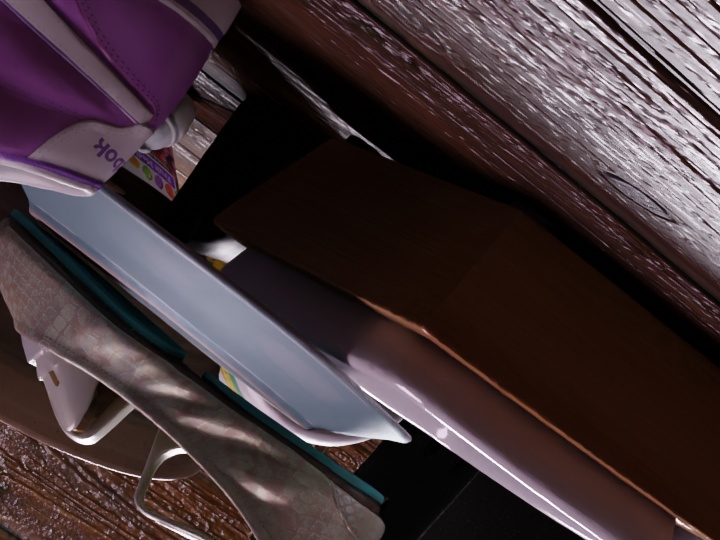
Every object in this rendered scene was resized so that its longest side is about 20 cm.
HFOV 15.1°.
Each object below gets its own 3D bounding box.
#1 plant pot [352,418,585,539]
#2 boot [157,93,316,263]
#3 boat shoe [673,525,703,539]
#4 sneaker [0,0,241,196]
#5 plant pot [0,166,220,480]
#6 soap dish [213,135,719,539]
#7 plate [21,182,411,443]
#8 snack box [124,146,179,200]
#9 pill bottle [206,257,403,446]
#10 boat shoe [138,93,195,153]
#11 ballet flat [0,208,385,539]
[{"bbox_3d":[0.096,0.138,1.274,0.177,0.200,0.199,46,173,-15],"label":"plant pot"},{"bbox_3d":[-0.001,0.001,1.173,0.162,0.074,0.198,37,-177,2],"label":"boot"},{"bbox_3d":[0.161,0.093,1.045,0.199,0.075,0.073,20,157,40],"label":"boat shoe"},{"bbox_3d":[-0.153,-0.102,0.929,0.200,0.115,0.073,35,178,12],"label":"sneaker"},{"bbox_3d":[-0.134,0.000,1.203,0.200,0.093,0.201,30,-169,-6],"label":"plant pot"},{"bbox_3d":[0.047,0.026,1.025,0.157,0.081,0.200,36,175,-26],"label":"soap dish"},{"bbox_3d":[-0.065,0.010,1.024,0.200,0.026,0.200,39,176,3],"label":"plate"},{"bbox_3d":[-0.154,-0.028,1.522,0.142,0.053,0.201,38,-150,-43],"label":"snack box"},{"bbox_3d":[-0.043,0.015,1.399,0.113,0.113,0.200,36,176,-24],"label":"pill bottle"},{"bbox_3d":[-0.131,-0.082,1.276,0.072,0.069,0.200,34,175,9],"label":"boat shoe"},{"bbox_3d":[-0.080,0.055,1.039,0.200,0.062,0.067,37,176,13],"label":"ballet flat"}]
